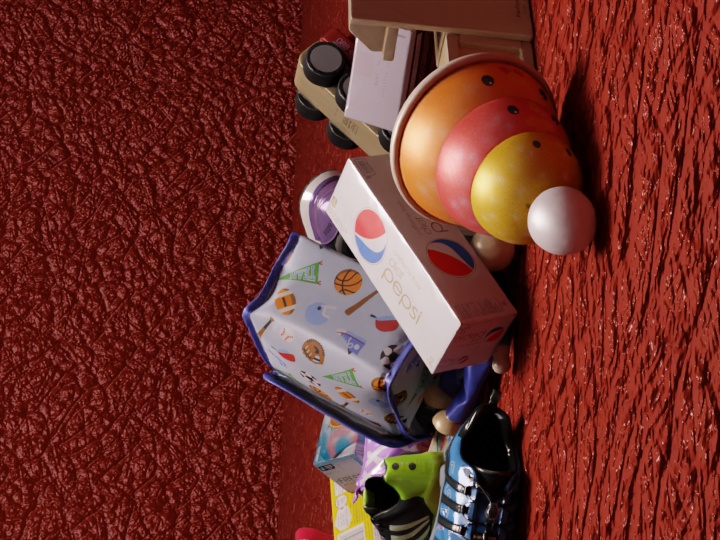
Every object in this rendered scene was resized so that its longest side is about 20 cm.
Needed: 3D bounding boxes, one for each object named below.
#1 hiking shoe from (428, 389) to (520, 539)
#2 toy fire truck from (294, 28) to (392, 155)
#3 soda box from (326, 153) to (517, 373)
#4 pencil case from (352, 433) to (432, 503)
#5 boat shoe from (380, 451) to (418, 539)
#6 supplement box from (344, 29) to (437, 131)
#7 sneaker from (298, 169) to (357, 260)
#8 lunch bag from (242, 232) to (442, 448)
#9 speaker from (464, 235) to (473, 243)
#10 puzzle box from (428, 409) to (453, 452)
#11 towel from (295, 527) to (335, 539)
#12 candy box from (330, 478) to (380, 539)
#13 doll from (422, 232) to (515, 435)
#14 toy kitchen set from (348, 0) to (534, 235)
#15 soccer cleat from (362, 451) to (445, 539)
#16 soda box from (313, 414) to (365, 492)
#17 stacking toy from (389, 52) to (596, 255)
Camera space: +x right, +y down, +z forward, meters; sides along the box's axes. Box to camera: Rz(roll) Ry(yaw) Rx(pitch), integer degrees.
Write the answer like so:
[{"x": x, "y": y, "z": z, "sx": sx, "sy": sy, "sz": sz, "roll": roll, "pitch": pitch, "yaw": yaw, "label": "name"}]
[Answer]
[{"x": 0.092, "y": 0.199, "z": 1.353, "sx": 0.087, "sy": 0.074, "sz": 0.200, "roll": 102, "pitch": 170, "yaw": -48, "label": "hiking shoe"}, {"x": 0.046, "y": -0.208, "z": 1.867, "sx": 0.200, "sy": 0.176, "sz": 0.129, "roll": -42, "pitch": -14, "yaw": -25, "label": "toy fire truck"}, {"x": 0.049, "y": -0.010, "z": 1.446, "sx": 0.200, "sy": 0.064, "sz": 0.068, "roll": 57, "pitch": 139, "yaw": 31, "label": "soda box"}, {"x": 0.037, "y": 0.153, "z": 1.802, "sx": 0.084, "sy": 0.085, "sz": 0.200, "roll": 118, "pitch": 156, "yaw": -61, "label": "pencil case"}, {"x": 0.047, "y": 0.280, "z": 1.669, "sx": 0.068, "sy": 0.072, "sz": 0.200, "roll": 106, "pitch": 167, "yaw": -52, "label": "boat shoe"}, {"x": 0.057, "y": -0.223, "z": 1.678, "sx": 0.200, "sy": 0.061, "sz": 0.109, "roll": -40, "pitch": -35, "yaw": -57, "label": "supplement box"}, {"x": 0.000, "y": 0.000, "z": 1.644, "sx": 0.088, "sy": 0.076, "sz": 0.200, "roll": 35, "pitch": 155, "yaw": 40, "label": "sneaker"}, {"x": -0.007, "y": 0.081, "z": 1.603, "sx": 0.124, "sy": 0.170, "sz": 0.200, "roll": -56, "pitch": -21, "yaw": -19, "label": "lunch bag"}, {"x": 0.071, "y": 0.024, "z": 1.633, "sx": 0.200, "sy": 0.081, "sz": 0.081, "roll": 104, "pitch": 169, "yaw": -56, "label": "speaker"}, {"x": 0.087, "y": 0.230, "z": 1.580, "sx": 0.133, "sy": 0.025, "sz": 0.200, "roll": 103, "pitch": 170, "yaw": -51, "label": "puzzle box"}, {"x": -0.003, "y": 0.359, "z": 1.775, "sx": 0.023, "sy": 0.144, "sz": 0.200, "roll": -58, "pitch": 19, "yaw": 24, "label": "towel"}, {"x": 0.018, "y": 0.262, "z": 1.839, "sx": 0.026, "sy": 0.102, "sz": 0.200, "roll": 60, "pitch": -168, "yaw": -29, "label": "candy box"}, {"x": 0.104, "y": 0.050, "z": 1.483, "sx": 0.137, "sy": 0.048, "sz": 0.200, "roll": -111, "pitch": 28, "yaw": -55, "label": "doll"}, {"x": 0.059, "y": -0.170, "z": 1.541, "sx": 0.181, "sy": 0.163, "sz": 0.200, "roll": 102, "pitch": 170, "yaw": -46, "label": "toy kitchen set"}, {"x": 0.038, "y": 0.221, "z": 1.541, "sx": 0.200, "sy": 0.081, "sz": 0.068, "roll": 105, "pitch": 168, "yaw": -54, "label": "soccer cleat"}, {"x": 0.008, "y": 0.146, "z": 1.888, "sx": 0.063, "sy": 0.068, "sz": 0.200, "roll": -20, "pitch": 42, "yaw": 36, "label": "soda box"}, {"x": 0.122, "y": -0.067, "z": 1.257, "sx": 0.200, "sy": 0.146, "sz": 0.146, "roll": -131, "pitch": 44, "yaw": -54, "label": "stacking toy"}]
